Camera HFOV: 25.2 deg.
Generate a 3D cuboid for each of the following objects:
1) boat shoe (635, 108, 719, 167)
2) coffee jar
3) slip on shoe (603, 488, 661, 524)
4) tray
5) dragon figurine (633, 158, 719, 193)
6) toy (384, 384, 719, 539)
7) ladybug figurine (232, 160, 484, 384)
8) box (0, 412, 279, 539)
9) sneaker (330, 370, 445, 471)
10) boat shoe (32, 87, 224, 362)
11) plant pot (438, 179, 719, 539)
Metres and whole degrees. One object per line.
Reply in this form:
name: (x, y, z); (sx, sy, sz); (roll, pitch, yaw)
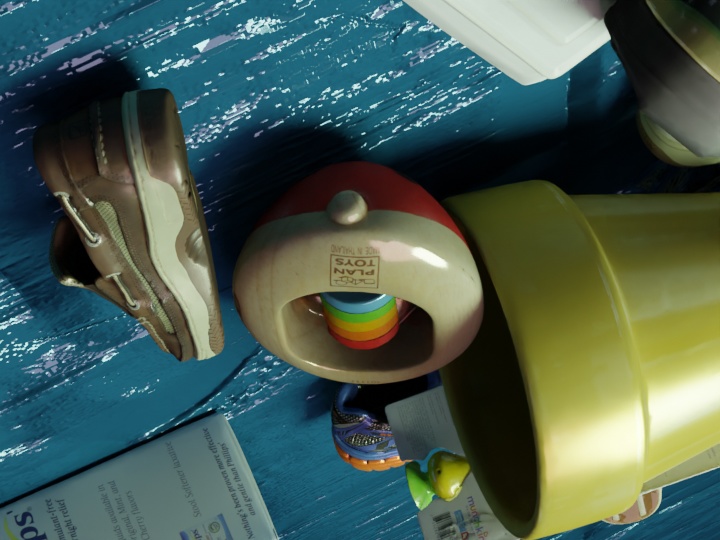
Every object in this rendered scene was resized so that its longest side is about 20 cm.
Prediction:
boat shoe: (0.259, -0.114, 0.936); (0.199, 0.073, 0.063); (-20, 157, -14)
coffee jar: (0.202, -0.148, 0.744); (0.085, 0.104, 0.200); (35, 112, -19)
slip on shoe: (0.176, 0.087, 1.119); (0.076, 0.061, 0.201); (-11, 126, 6)
tray: (0.084, -0.142, 0.768); (0.107, 0.022, 0.200); (-37, 154, 18)
dragon figurine: (0.219, -0.047, 1.039); (0.200, 0.059, 0.099); (-36, 153, 24)
toy: (0.126, 0.110, 1.051); (0.199, 0.116, 0.047); (-21, 158, 10)
ladybug figurine: (0.000, 0.000, 0.871); (0.135, 0.072, 0.200); (3, 156, 1)
box: (-0.155, 0.210, 1.111); (0.199, 0.105, 0.184); (-23, 155, -7)
sneaker: (0.068, 0.074, 1.112); (0.200, 0.075, 0.078); (-29, 152, 0)
boat shoe: (-0.112, -0.017, 0.771); (0.075, 0.075, 0.203); (-10, 148, -3)
plant pot: (0.155, 0.037, 0.943); (0.188, 0.201, 0.201); (-13, 153, -12)
